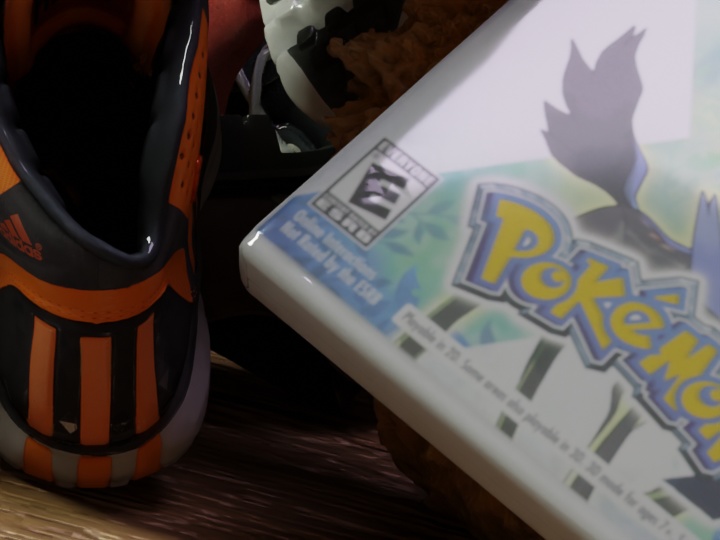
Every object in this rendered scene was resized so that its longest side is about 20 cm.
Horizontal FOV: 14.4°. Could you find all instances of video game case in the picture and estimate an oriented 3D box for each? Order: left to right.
[{"bbox_3d":[0.105,0.000,0.642,0.200,0.182,0.022,38,-24,22],"label":"video game case"}]

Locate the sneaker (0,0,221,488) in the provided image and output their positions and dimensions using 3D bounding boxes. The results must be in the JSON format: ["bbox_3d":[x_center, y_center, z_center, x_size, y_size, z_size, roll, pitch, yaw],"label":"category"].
[{"bbox_3d":[-0.065,-0.054,0.700,0.077,0.112,0.201,-4,45,-12],"label":"sneaker"}]

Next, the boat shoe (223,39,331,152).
[{"bbox_3d":[-0.030,-0.045,0.935,0.060,0.076,0.200,2,-16,-34],"label":"boat shoe"}]

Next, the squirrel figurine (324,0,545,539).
[{"bbox_3d":[0.088,-0.019,0.746,0.199,0.188,0.141,6,14,-41],"label":"squirrel figurine"}]

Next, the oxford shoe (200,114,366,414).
[{"bbox_3d":[0.000,0.000,0.831,0.199,0.085,0.073,-4,-9,-28],"label":"oxford shoe"}]

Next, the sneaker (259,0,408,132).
[{"bbox_3d":[0.024,-0.105,0.841,0.081,0.075,0.201,46,35,-30],"label":"sneaker"}]

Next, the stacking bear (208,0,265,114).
[{"bbox_3d":[-0.127,-0.048,0.834,0.113,0.122,0.200,18,16,25],"label":"stacking bear"}]
